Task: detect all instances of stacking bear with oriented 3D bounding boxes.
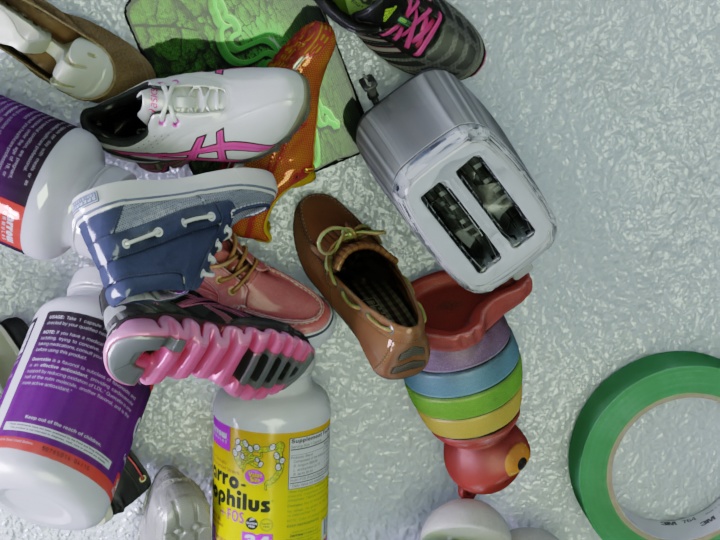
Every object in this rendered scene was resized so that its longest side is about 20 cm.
[{"bbox_3d":[0.099,0.109,1.474,0.121,0.113,0.201,-38,125,-40],"label":"stacking bear"}]

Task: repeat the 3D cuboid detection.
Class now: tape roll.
[{"bbox_3d":[0.294,0.176,1.542,0.199,0.048,0.201,-2,105,-6],"label":"tape roll"}]

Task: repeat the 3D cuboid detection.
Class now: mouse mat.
[{"bbox_3d":[-0.094,-0.167,1.430,0.160,0.008,0.201,-22,107,0],"label":"mouse mat"}]

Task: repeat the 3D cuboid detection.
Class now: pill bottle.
[{"bbox_3d":[-0.287,-0.080,1.349,0.199,0.112,0.113,23,102,9],"label":"pill bottle"},{"bbox_3d":[-0.079,0.160,1.467,0.104,0.104,0.201,0,104,-6],"label":"pill bottle"},{"bbox_3d":[-0.231,0.102,1.361,0.112,0.112,0.201,24,61,-12],"label":"pill bottle"}]

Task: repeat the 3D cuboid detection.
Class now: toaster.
[{"bbox_3d":[0.079,-0.076,1.387,0.113,0.129,0.200,-36,123,5],"label":"toaster"}]

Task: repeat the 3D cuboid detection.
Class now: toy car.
[{"bbox_3d":[0.098,0.315,1.509,0.200,0.176,0.150,28,144,-34],"label":"toy car"}]

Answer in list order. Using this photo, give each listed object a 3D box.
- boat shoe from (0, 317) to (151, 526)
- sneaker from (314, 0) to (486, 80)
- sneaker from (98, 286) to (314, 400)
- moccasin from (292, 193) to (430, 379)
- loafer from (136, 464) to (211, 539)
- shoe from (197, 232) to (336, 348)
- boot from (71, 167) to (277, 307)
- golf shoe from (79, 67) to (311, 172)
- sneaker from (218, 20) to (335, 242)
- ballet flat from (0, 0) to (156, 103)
[{"bbox_3d":[-0.258,0.124,1.462,0.063,0.074,0.202,-36,99,-29],"label":"boat shoe"},{"bbox_3d":[0.023,-0.215,1.385,0.200,0.087,0.074,32,98,-17],"label":"sneaker"},{"bbox_3d":[-0.125,0.045,1.343,0.199,0.096,0.079,13,125,-40],"label":"sneaker"},{"bbox_3d":[-0.002,0.000,1.393,0.073,0.202,0.078,-9,134,-18],"label":"moccasin"},{"bbox_3d":[-0.170,0.265,1.504,0.070,0.070,0.201,-3,124,-24],"label":"loafer"},{"bbox_3d":[-0.115,0.003,1.403,0.199,0.072,0.091,17,141,8],"label":"shoe"},{"bbox_3d":[-0.135,-0.024,1.311,0.200,0.073,0.091,-11,78,-45],"label":"boot"},{"bbox_3d":[-0.134,-0.123,1.347,0.199,0.092,0.073,-12,76,30],"label":"golf shoe"},{"bbox_3d":[-0.063,-0.118,1.412,0.077,0.073,0.201,21,112,-15],"label":"sneaker"},{"bbox_3d":[-0.261,-0.188,1.370,0.200,0.072,0.068,34,109,-14],"label":"ballet flat"}]
